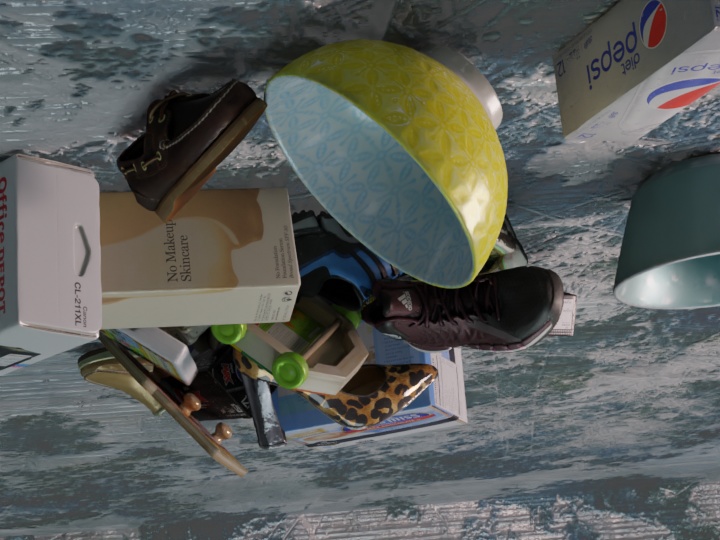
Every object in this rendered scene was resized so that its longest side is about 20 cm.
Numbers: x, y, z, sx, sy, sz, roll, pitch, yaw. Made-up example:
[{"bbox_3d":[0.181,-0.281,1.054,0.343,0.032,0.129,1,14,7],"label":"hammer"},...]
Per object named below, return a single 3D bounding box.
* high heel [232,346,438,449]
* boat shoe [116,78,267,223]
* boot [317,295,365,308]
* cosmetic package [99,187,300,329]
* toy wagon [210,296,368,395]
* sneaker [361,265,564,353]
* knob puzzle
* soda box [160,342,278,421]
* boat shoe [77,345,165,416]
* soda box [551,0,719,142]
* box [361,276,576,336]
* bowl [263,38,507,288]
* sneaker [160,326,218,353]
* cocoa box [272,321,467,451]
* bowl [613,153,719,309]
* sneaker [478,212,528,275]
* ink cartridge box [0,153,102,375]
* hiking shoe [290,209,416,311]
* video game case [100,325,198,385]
[{"bbox_3d":[-0.024,0.086,1.667,0.198,0.144,0.071,-17,-155,-11],"label":"high heel"},{"bbox_3d":[-0.133,-0.096,1.252,0.070,0.070,0.200,-45,-175,-32],"label":"boat shoe"},{"bbox_3d":[-0.039,0.063,1.739,0.203,0.074,0.154,-11,135,42],"label":"boot"},{"bbox_3d":[-0.158,-0.011,1.471,0.198,0.106,0.071,-3,151,-13],"label":"cosmetic package"},{"bbox_3d":[-0.086,0.036,1.568,0.040,0.199,0.155,-58,173,26],"label":"toy wagon"},{"bbox_3d":[0.080,0.036,1.527,0.115,0.076,0.199,12,160,-41],"label":"sneaker"},{"bbox_3d":[-0.192,0.122,1.715,0.030,0.220,0.220,-45,164,-5],"label":"knob puzzle"},{"bbox_3d":[-0.153,0.112,1.776,0.063,0.071,0.200,-47,-166,-23],"label":"soda box"},{"bbox_3d":[-0.245,0.136,2.027,0.199,0.077,0.071,6,161,-36],"label":"boat shoe"},{"bbox_3d":[0.210,-0.154,1.172,0.063,0.069,0.200,1,162,-23],"label":"soda box"},{"bbox_3d":[0.099,0.034,1.743,0.198,0.045,0.160,2,-174,-23],"label":"box"},{"bbox_3d":[0.038,-0.096,1.200,0.108,0.200,0.200,-46,176,-19],"label":"bowl"},{"bbox_3d":[-0.181,0.026,1.641,0.074,0.088,0.200,-11,163,25],"label":"sneaker"},{"bbox_3d":[0.007,0.121,1.956,0.198,0.135,0.131,-12,163,20],"label":"cocoa box"},{"bbox_3d":[0.324,-0.040,1.551,0.199,0.106,0.201,-6,165,-2],"label":"bowl"},{"bbox_3d":[0.093,-0.025,1.537,0.088,0.077,0.200,-29,159,9],"label":"sneaker"},{"bbox_3d":[-0.308,0.004,1.404,0.199,0.147,0.082,-20,157,41],"label":"ink cartridge box"},{"bbox_3d":[0.000,0.000,1.609,0.199,0.088,0.074,5,161,-35],"label":"hiking shoe"},{"bbox_3d":[-0.237,0.043,1.579,0.181,0.023,0.200,32,170,3],"label":"video game case"}]
